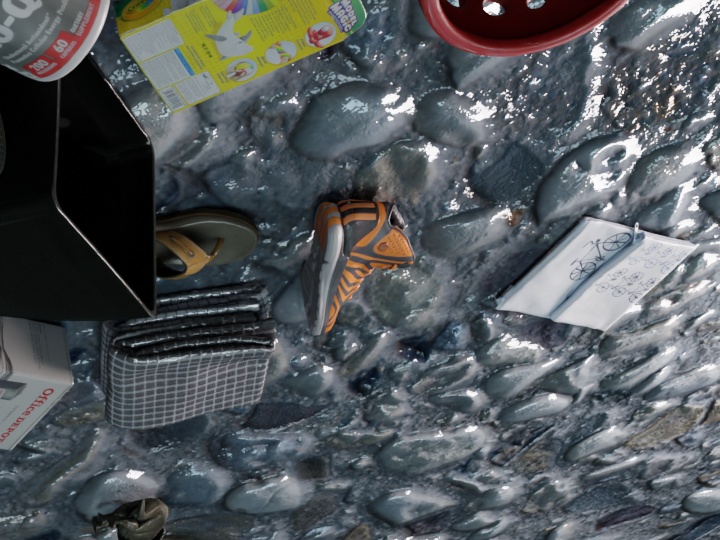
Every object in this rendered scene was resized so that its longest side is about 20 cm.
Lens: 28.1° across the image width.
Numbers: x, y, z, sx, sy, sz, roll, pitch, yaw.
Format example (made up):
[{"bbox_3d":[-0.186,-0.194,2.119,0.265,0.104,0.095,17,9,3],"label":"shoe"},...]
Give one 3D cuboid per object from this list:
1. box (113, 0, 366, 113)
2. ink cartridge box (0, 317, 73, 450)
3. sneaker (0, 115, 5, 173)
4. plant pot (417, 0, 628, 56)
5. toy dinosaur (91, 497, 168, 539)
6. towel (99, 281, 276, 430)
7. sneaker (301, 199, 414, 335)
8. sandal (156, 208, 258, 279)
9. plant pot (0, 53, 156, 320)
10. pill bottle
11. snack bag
[{"bbox_3d":[-0.102,-0.224,1.266,0.200,0.048,0.117,-21,145,7],"label":"box"},{"bbox_3d":[-0.432,0.112,1.545,0.200,0.085,0.146,14,134,-41],"label":"ink cartridge box"},{"bbox_3d":[-0.370,-0.145,1.158,0.106,0.200,0.075,-26,-175,23],"label":"sneaker"},{"bbox_3d":[0.118,-0.299,1.143,0.200,0.183,0.200,-13,145,-9],"label":"plant pot"},{"bbox_3d":[-0.301,0.341,1.950,0.102,0.077,0.200,-14,142,-28],"label":"toy dinosaur"},{"bbox_3d":[-0.195,0.105,1.644,0.200,0.086,0.166,-8,145,-16],"label":"towel"},{"bbox_3d":[0.000,0.000,1.597,0.112,0.078,0.200,-5,143,-17],"label":"sneaker"},{"bbox_3d":[-0.201,-0.023,1.490,0.200,0.055,0.082,3,140,-29],"label":"sandal"},{"bbox_3d":[-0.302,-0.068,1.274,0.177,0.200,0.200,-13,147,11],"label":"plant pot"},{"bbox_3d":[-0.302,-0.232,1.099,0.114,0.114,0.200,-38,141,26],"label":"pill bottle"},{"bbox_3d":[0.292,0.007,1.794,0.200,0.021,0.189,12,135,-37],"label":"snack bag"}]
